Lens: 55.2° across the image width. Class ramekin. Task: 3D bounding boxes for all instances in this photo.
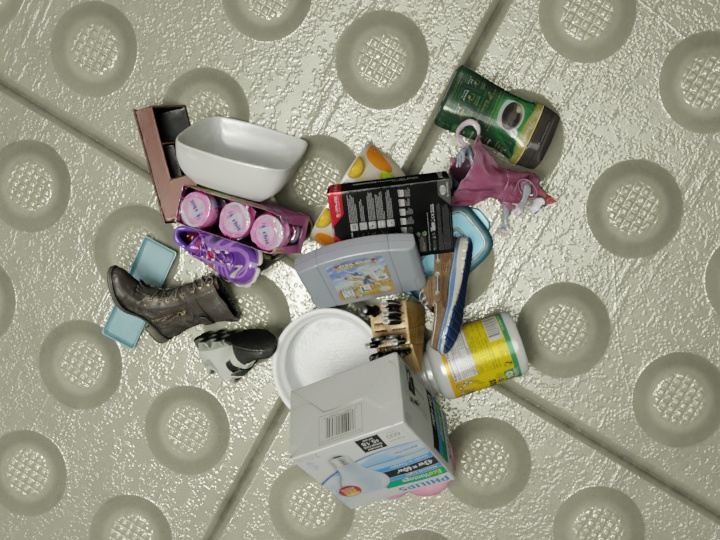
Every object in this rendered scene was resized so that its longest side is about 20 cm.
[{"bbox_3d":[-0.051,0.162,1.216,0.196,0.098,0.205,0,94,4],"label":"ramekin"}]

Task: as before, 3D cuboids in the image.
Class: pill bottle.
[{"bbox_3d":[0.180,0.155,1.188,0.196,0.113,0.115,-20,93,5],"label":"pill bottle"}]

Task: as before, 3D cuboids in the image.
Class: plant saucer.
[{"bbox_3d":[-0.407,0.041,1.275,0.069,0.019,0.203,26,95,2],"label":"plant saucer"}]

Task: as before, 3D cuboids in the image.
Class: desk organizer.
[{"bbox_3d":[-0.330,-0.192,1.224,0.075,0.072,0.204,-14,93,3],"label":"desk organizer"}]

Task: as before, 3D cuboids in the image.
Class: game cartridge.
[{"bbox_3d":[0.000,0.000,1.105,0.196,0.134,0.042,-12,59,10],"label":"game cartridge"}]

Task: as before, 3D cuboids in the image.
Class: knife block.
[{"bbox_3d":[0.054,0.076,1.122,0.063,0.202,0.178,-7,128,16],"label":"knife block"}]

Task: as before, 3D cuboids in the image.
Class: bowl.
[{"bbox_3d":[-0.200,-0.185,1.161,0.196,0.200,0.076,17,117,3],"label":"bowl"}]

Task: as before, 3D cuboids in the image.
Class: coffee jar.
[{"bbox_3d":[0.230,-0.255,1.164,0.197,0.085,0.106,27,85,2],"label":"coffee jar"}]

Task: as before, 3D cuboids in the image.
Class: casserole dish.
[{"bbox_3d":[0.145,-0.031,1.214,0.199,0.039,0.122,-41,91,6],"label":"casserole dish"}]

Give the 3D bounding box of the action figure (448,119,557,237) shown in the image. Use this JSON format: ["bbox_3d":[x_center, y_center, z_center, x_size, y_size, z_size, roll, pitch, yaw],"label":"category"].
[{"bbox_3d":[0.236,-0.146,1.156,0.196,0.134,0.152,8,77,-15],"label":"action figure"}]

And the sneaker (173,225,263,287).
[{"bbox_3d":[-0.250,-0.027,1.186,0.197,0.083,0.082,20,95,33],"label":"sneaker"}]

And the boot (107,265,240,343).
[{"bbox_3d":[-0.322,0.039,1.206,0.171,0.070,0.201,-20,131,17],"label":"boot"}]

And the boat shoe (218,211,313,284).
[{"bbox_3d":[-0.175,-0.041,1.225,0.198,0.065,0.074,-34,93,7],"label":"boat shoe"}]

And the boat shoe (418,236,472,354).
[{"bbox_3d":[0.138,0.040,1.158,0.071,0.072,0.204,7,70,23],"label":"boat shoe"}]

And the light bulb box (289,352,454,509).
[{"bbox_3d":[0.020,0.257,1.082,0.195,0.126,0.201,-22,133,19],"label":"light bulb box"}]

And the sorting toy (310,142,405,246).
[{"bbox_3d":[0.033,-0.088,1.186,0.178,0.107,0.202,33,96,-1],"label":"sorting toy"}]

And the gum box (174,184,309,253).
[{"bbox_3d":[-0.189,-0.083,1.140,0.196,0.113,0.068,18,99,18],"label":"gum box"}]

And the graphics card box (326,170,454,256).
[{"bbox_3d":[0.051,-0.084,1.113,0.195,0.051,0.128,-7,112,4],"label":"graphics card box"}]

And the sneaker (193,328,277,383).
[{"bbox_3d":[-0.210,0.154,1.215,0.197,0.074,0.090,-3,105,43],"label":"sneaker"}]

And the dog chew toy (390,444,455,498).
[{"bbox_3d":[0.064,0.343,1.214,0.196,0.124,0.127,-18,93,14],"label":"dog chew toy"}]
